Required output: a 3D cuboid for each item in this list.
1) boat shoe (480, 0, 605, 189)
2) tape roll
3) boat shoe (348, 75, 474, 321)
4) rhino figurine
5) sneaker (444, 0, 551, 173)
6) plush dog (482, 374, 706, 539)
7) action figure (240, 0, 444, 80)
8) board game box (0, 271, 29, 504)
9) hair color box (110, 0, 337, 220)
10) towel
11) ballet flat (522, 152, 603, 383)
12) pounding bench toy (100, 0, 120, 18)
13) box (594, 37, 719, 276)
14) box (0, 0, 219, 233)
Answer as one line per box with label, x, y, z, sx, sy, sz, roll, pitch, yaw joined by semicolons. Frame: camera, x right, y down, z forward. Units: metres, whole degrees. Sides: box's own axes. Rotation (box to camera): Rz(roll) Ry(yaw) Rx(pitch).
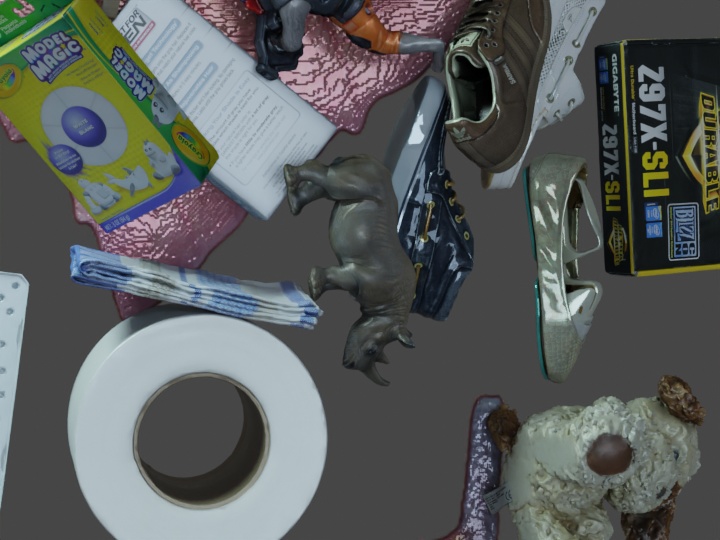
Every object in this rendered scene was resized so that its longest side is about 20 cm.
boat shoe;0.161;-0.156;1.532;0.069;0.071;0.201;21;87;-12
tape roll;-0.136;0.130;1.451;0.201;0.139;0.204;-1;94;-12
boat shoe;0.060;-0.059;1.521;0.090;0.071;0.202;16;97;-12
rhino figurine;0.000;0.000;1.460;0.087;0.060;0.201;-14;100;-5
sneaker;0.109;-0.183;1.473;0.075;0.070;0.201;31;55;-45
plush dog;0.214;0.168;1.543;0.171;0.161;0.201;-3;122;-25
action figure;-0.022;-0.257;1.461;0.192;0.104;0.202;5;74;-28
board game box;-0.382;0.091;1.457;0.199;0.026;0.202;7;91;-12
hair color box;-0.129;-0.141;1.479;0.200;0.061;0.099;39;85;-11
towel;-0.135;0.009;1.441;0.199;0.147;0.024;12;95;-11
ballet flat;0.179;-0.001;1.540;0.062;0.067;0.202;-5;94;21
pounding bench toy;-0.247;-0.329;1.411;0.155;0.124;0.201;11;60;-11
box;0.284;-0.100;1.552;0.159;0.049;0.202;-4;94;-26
box;-0.218;-0.133;1.418;0.117;0.048;0.200;-24;113;34
